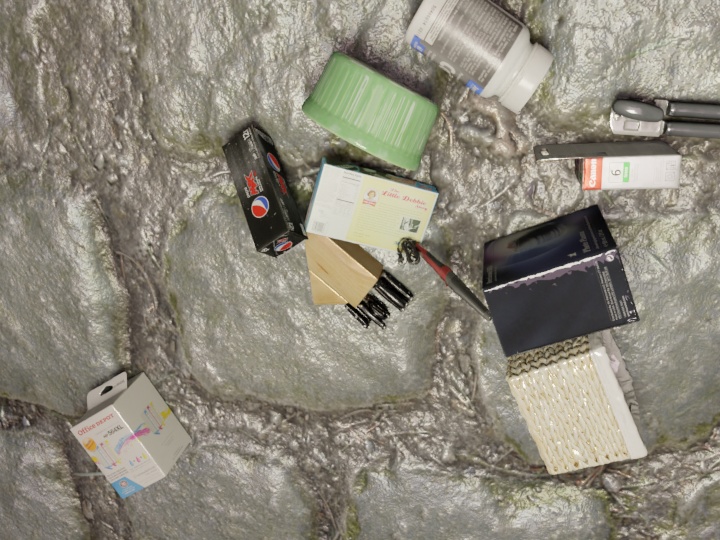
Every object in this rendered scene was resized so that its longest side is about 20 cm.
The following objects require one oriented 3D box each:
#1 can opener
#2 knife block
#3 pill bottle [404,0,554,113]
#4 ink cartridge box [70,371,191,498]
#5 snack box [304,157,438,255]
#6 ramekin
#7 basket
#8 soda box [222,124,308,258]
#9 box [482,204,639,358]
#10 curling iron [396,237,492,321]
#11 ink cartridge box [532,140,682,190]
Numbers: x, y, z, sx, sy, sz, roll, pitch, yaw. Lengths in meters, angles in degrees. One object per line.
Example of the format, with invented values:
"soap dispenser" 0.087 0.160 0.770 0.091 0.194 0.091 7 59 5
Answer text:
"can opener" 0.461 -0.218 0.983 0.195 0.067 0.054 5 110 5
"knife block" 0.000 0.000 1.158 0.171 0.064 0.205 -3 109 12
"pill bottle" 0.172 -0.324 0.974 0.198 0.114 0.115 35 113 -2
"ink cartridge box" -0.459 0.315 1.338 0.127 0.126 0.202 -29 103 20
"snack box" 0.017 -0.100 1.097 0.195 0.037 0.118 12 114 -15
"ramekin" 0.020 -0.239 0.997 0.197 0.200 0.099 28 106 0
"basket" 0.343 0.182 1.085 0.158 0.199 0.203 -23 105 23
"soda box" -0.155 -0.126 1.092 0.070 0.063 0.204 -29 69 20
"box" 0.293 0.012 1.026 0.195 0.201 0.125 -20 106 18
"curling iron" 0.131 0.016 1.065 0.049 0.026 0.199 -42 64 -16
"ink cartridge box" 0.357 -0.155 1.000 0.195 0.109 0.052 -1 111 12
